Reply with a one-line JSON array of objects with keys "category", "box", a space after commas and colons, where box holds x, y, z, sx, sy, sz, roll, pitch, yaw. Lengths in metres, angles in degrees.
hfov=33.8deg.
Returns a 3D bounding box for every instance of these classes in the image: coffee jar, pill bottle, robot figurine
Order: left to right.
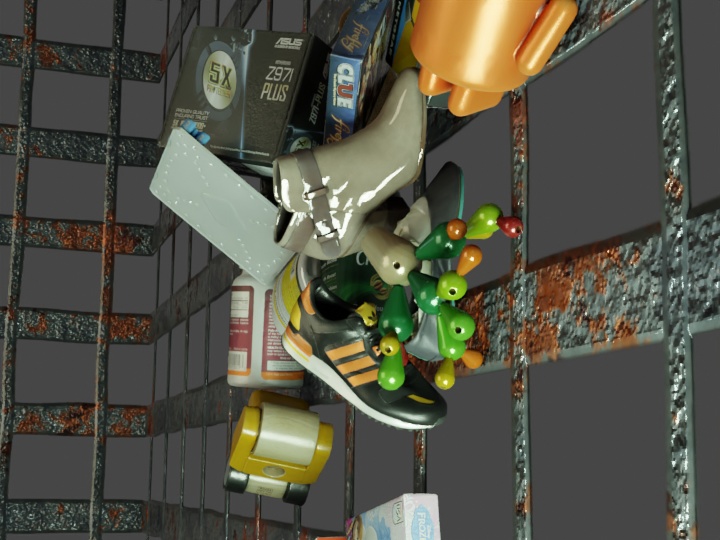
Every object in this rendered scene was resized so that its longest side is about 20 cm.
[{"category": "pill bottle", "box": [-0.133, 0.067, 1.723, 0.114, 0.112, 0.204, 176, 97, -72]}, {"category": "pill bottle", "box": [-0.048, 0.028, 1.470, 0.200, 0.109, 0.113, 138, 133, -66]}, {"category": "coffee jar", "box": [0.000, 0.000, 1.337, 0.085, 0.103, 0.204, -31, 57, 59]}, {"category": "robot figurine", "box": [0.112, -0.236, 1.023, 0.145, 0.114, 0.202, -101, 21, -54]}]

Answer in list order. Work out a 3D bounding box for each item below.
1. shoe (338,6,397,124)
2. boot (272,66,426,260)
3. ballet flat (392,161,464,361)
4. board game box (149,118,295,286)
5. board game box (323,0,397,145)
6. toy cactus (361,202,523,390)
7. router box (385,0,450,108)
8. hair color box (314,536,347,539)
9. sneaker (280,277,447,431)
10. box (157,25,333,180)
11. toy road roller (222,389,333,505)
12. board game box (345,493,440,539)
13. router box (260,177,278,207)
[{"category": "shoe", "box": [0.018, -0.224, 1.420, 0.053, 0.069, 0.203, 40, -142, -60]}, {"category": "boot", "box": [-0.016, -0.106, 1.194, 0.070, 0.144, 0.204, -135, 47, -63]}, {"category": "ballet flat", "box": [0.065, -0.011, 1.193, 0.073, 0.072, 0.204, 178, 95, -72]}, {"category": "board game box", "box": [-0.162, -0.080, 1.460, 0.026, 0.199, 0.200, -52, 4, -26]}, {"category": "board game box", "box": [0.006, -0.232, 1.271, 0.137, 0.034, 0.202, 96, -170, -48]}, {"category": "toy cactus", "box": [0.064, 0.010, 1.119, 0.165, 0.101, 0.202, 43, 115, 42]}, {"category": "router box", "box": [0.085, -0.284, 1.205, 0.150, 0.050, 0.203, -121, 38, -58]}, {"category": "hair color box", "box": [-0.029, 0.432, 1.408, 0.111, 0.063, 0.203, 118, 149, -55]}, {"category": "sneaker", "box": [0.009, 0.083, 1.208, 0.198, 0.070, 0.091, 31, 119, 21]}, {"category": "box", "box": [-0.134, -0.206, 1.468, 0.197, 0.086, 0.166, 12, 81, 34]}, {"category": "toy road roller", "box": [-0.114, 0.220, 1.632, 0.201, 0.121, 0.148, 116, 162, -51]}, {"category": "board game box", "box": [0.034, 0.353, 1.257, 0.199, 0.043, 0.204, 135, 135, -63]}, {"category": "router box", "box": [-0.083, -0.145, 1.576, 0.149, 0.050, 0.204, 41, -133, -67]}]
